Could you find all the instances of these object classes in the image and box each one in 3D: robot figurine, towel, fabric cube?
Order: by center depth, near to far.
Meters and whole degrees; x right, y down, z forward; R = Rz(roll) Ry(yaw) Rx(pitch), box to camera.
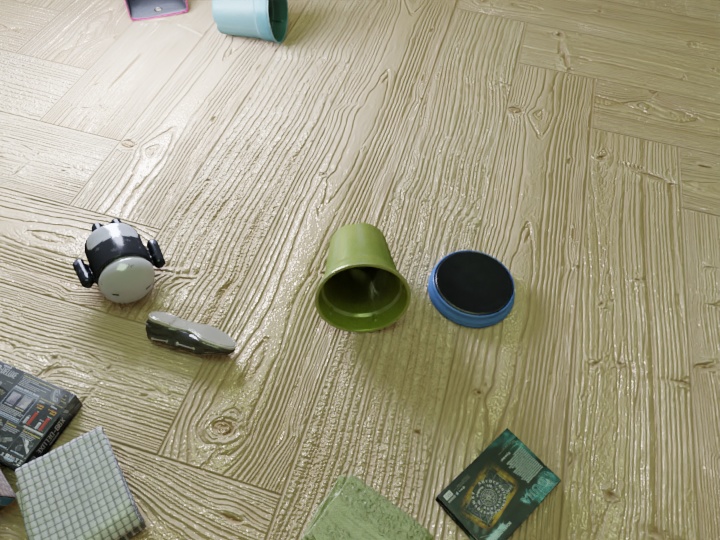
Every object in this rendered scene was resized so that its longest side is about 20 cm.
[{"bbox_3d":[-0.482,0.397,1.032,0.165,0.086,0.200,-27,61,-20],"label":"towel"},{"bbox_3d":[0.012,0.460,1.042,0.199,0.037,0.149,28,56,17],"label":"towel"},{"bbox_3d":[-0.528,-0.021,1.317,0.150,0.125,0.200,-39,60,6],"label":"robot figurine"},{"bbox_3d":[-0.696,-0.975,1.973,0.195,0.201,0.200,-16,54,-14],"label":"fabric cube"}]

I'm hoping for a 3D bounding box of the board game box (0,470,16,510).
[{"bbox_3d":[-0.714,0.378,0.988,0.200,0.097,0.159,-39,70,-14],"label":"board game box"}]

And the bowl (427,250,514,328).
[{"bbox_3d":[0.256,0.036,1.372,0.199,0.039,0.201,2,53,-2],"label":"bowl"}]

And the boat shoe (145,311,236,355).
[{"bbox_3d":[-0.354,0.143,1.254,0.199,0.057,0.067,19,18,6],"label":"boat shoe"}]

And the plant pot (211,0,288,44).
[{"bbox_3d":[-0.349,-0.824,1.895,0.195,0.201,0.201,6,53,10],"label":"plant pot"}]

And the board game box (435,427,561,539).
[{"bbox_3d":[0.254,0.403,1.103,0.200,0.028,0.135,-34,62,-26],"label":"board game box"}]

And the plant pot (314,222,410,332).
[{"bbox_3d":[0.000,0.000,1.306,0.199,0.201,0.185,0,42,-4],"label":"plant pot"}]

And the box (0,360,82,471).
[{"bbox_3d":[-0.661,0.273,1.132,0.199,0.050,0.158,19,54,11],"label":"box"}]
